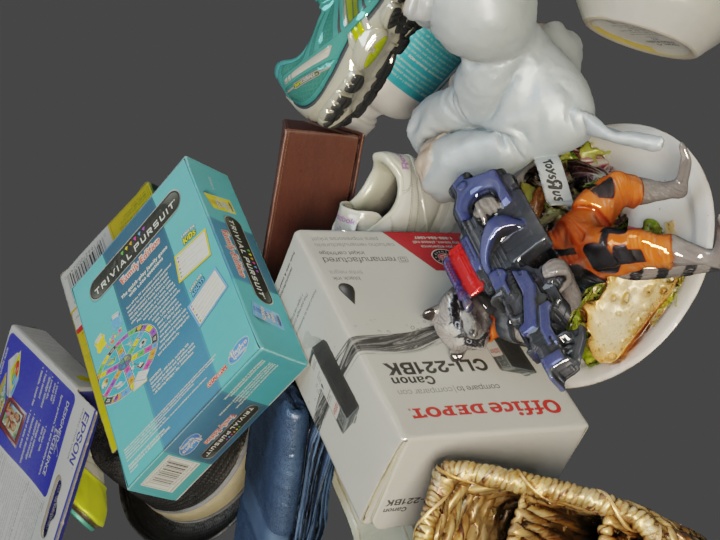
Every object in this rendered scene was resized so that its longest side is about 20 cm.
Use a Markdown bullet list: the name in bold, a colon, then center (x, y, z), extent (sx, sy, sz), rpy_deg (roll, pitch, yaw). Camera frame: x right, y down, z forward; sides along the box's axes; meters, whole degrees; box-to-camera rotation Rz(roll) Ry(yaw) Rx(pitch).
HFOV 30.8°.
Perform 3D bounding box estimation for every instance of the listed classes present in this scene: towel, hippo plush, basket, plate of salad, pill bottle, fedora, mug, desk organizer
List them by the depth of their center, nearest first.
- **basket**: center (0.112, 0.224, 0.742), extent (0.143, 0.149, 0.200), rpy_deg (1, 68, 45)
- **plate of salad**: center (0.151, -0.016, 0.913), extent (0.200, 0.048, 0.201), rpy_deg (-23, 54, 36)
- **hippo plush**: center (0.080, -0.145, 0.919), extent (0.159, 0.161, 0.200), rpy_deg (-32, 33, 9)
- **mug**: center (0.223, -0.230, 0.920), extent (0.149, 0.187, 0.154), rpy_deg (19, 91, 16)
- **towel**: center (-0.055, 0.167, 0.959), extent (0.112, 0.048, 0.200), rpy_deg (-125, 40, -60)
- **desk organizer**: center (-0.063, -0.022, 1.059), extent (0.072, 0.077, 0.201), rpy_deg (23, 107, 49)
- **pill bottle**: center (0.041, -0.203, 1.079), extent (0.200, 0.111, 0.111), rpy_deg (-46, 43, 16)
- **fedora**: center (-0.161, 0.138, 1.106), extent (0.200, 0.092, 0.201), rpy_deg (-23, 54, 36)

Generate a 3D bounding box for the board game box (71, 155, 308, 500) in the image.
- **board game box**: center (-0.130, 0.039, 0.947), extent (0.151, 0.047, 0.200), rpy_deg (-45, 46, 21)

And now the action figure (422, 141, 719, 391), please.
- **action figure**: center (0.134, 0.011, 0.811), extent (0.193, 0.105, 0.200), rpy_deg (-22, 41, 12)

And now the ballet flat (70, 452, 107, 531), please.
- **ballet flat**: center (-0.282, 0.176, 1.236), extent (0.067, 0.067, 0.200), rpy_deg (-49, 37, -15)

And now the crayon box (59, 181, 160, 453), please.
- **crayon box**: center (-0.169, 0.041, 1.058), extent (0.127, 0.051, 0.200), rpy_deg (-43, 46, 19)

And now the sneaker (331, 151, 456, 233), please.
- **sneaker**: center (0.000, 0.000, 1.018), extent (0.075, 0.100, 0.200), rpy_deg (19, 84, 46)

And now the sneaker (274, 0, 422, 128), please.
- **sneaker**: center (0.004, -0.204, 0.995), extent (0.080, 0.077, 0.200), rpy_deg (42, 106, 15)

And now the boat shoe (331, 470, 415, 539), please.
- **boat shoe**: center (0.029, 0.155, 0.931), extent (0.075, 0.062, 0.200), rpy_deg (-37, 49, 23)

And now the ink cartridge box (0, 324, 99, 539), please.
- **ink cartridge box**: center (-0.278, 0.174, 1.136), extent (0.200, 0.047, 0.198), rpy_deg (30, 105, 49)

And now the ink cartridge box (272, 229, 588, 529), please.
- **ink cartridge box**: center (0.039, 0.067, 0.889), extent (0.200, 0.144, 0.084), rpy_deg (62, 140, 41)
